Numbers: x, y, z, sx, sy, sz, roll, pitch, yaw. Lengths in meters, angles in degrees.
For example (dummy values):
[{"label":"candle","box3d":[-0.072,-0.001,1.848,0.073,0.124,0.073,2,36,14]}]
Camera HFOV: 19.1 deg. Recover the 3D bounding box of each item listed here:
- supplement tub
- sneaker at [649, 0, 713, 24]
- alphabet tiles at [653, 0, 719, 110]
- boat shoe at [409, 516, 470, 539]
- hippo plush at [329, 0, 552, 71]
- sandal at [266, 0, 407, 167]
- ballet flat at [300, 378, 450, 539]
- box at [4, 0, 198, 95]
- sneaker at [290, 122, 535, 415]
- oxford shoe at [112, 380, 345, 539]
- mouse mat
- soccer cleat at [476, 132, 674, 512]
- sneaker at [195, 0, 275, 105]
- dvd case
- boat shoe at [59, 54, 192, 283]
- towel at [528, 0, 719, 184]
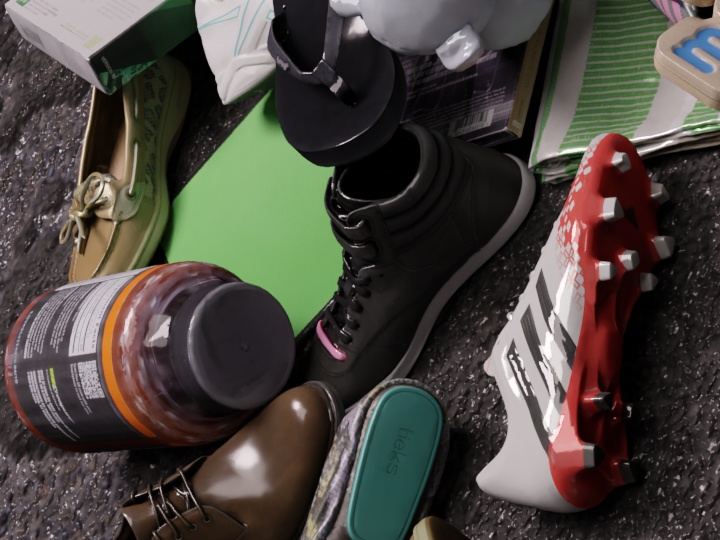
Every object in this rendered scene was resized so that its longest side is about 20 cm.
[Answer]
[{"label":"supplement tub","box3d":[-0.120,0.052,1.245,0.200,0.107,0.107,-9,59,54]},{"label":"sneaker","box3d":[0.177,-0.148,1.056,0.070,0.082,0.200,-52,38,9]},{"label":"alphabet tiles","box3d":[0.227,-0.116,0.956,0.200,0.015,0.195,-35,58,-30]},{"label":"boat shoe","box3d":[0.047,0.210,1.008,0.063,0.073,0.201,-33,52,22]},{"label":"hippo plush","box3d":[0.070,-0.184,1.112,0.159,0.200,0.162,21,105,35]},{"label":"sandal","box3d":[-0.026,-0.135,1.194,0.076,0.043,0.201,-31,45,18]},{"label":"ballet flat","box3d":[-0.004,0.155,1.114,0.072,0.072,0.201,2,67,48]},{"label":"box","box3d":[-0.128,-0.206,1.439,0.200,0.036,0.144,-39,36,-12]},{"label":"sneaker","box3d":[0.000,0.000,1.173,0.200,0.099,0.071,-51,41,11]},{"label":"oxford shoe","box3d":[-0.082,0.136,1.171,0.200,0.084,0.073,-50,47,19]},{"label":"mouse mat","box3d":[-0.056,-0.029,1.327,0.161,0.008,0.200,-47,39,14]},{"label":"soccer cleat","box3d":[0.103,0.024,1.072,0.085,0.069,0.201,-9,64,39]},{"label":"sneaker","box3d":[-0.035,-0.174,1.303,0.200,0.070,0.081,-28,88,40]},{"label":"dvd case","box3d":[0.062,-0.152,1.254,0.148,0.016,0.201,-15,54,51]},{"label":"boat shoe","box3d":[-0.166,-0.065,1.420,0.073,0.063,0.201,-22,48,40]},{"label":"towel","box3d":[0.179,-0.129,1.124,0.199,0.023,0.153,-12,56,43]}]
